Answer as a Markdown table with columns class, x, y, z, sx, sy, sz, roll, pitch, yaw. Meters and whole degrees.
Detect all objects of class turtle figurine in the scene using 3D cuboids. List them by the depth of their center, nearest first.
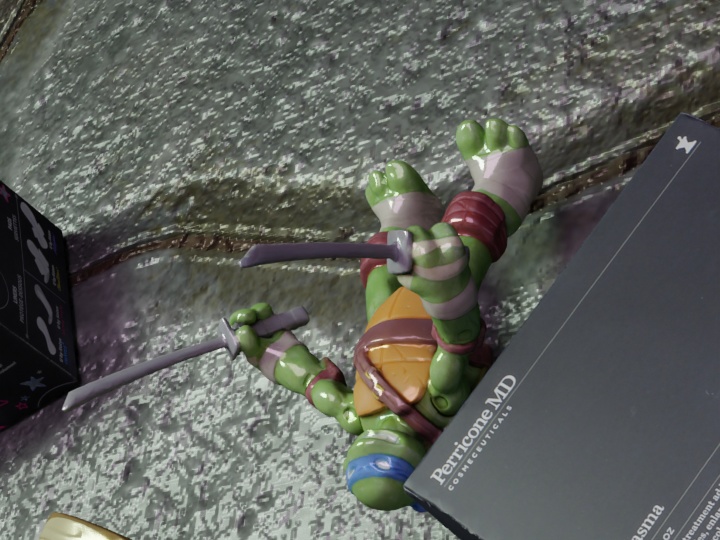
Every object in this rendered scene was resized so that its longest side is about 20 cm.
| class | x | y | z | sx | sy | sz | roll | pitch | yaw |
| --- | --- | --- | --- | --- | --- | --- | --- | --- | --- |
| turtle figurine | 0.000 | 0.000 | 0.767 | 0.200 | 0.144 | 0.194 | 23 | 46 | 1 |

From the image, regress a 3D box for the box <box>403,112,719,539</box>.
| class | x | y | z | sx | sy | sz | roll | pitch | yaw |
| --- | --- | --- | --- | --- | --- | --- | --- | --- | --- |
| box | 0.154 | 0.067 | 0.651 | 0.200 | 0.104 | 0.182 | -52 | 45 | -7 |

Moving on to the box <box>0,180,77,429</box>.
| class | x | y | z | sx | sy | sz | roll | pitch | yaw |
| --- | --- | --- | --- | --- | --- | --- | --- | --- | --- |
| box | -0.284 | 0.038 | 0.988 | 0.200 | 0.115 | 0.132 | -29 | 46 | 15 |

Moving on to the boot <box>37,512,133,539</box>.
| class | x | y | z | sx | sy | sz | roll | pitch | yaw |
| --- | --- | --- | --- | --- | --- | --- | --- | --- | --- |
| boot | -0.116 | 0.208 | 0.770 | 0.200 | 0.073 | 0.156 | 13 | 68 | 43 |
